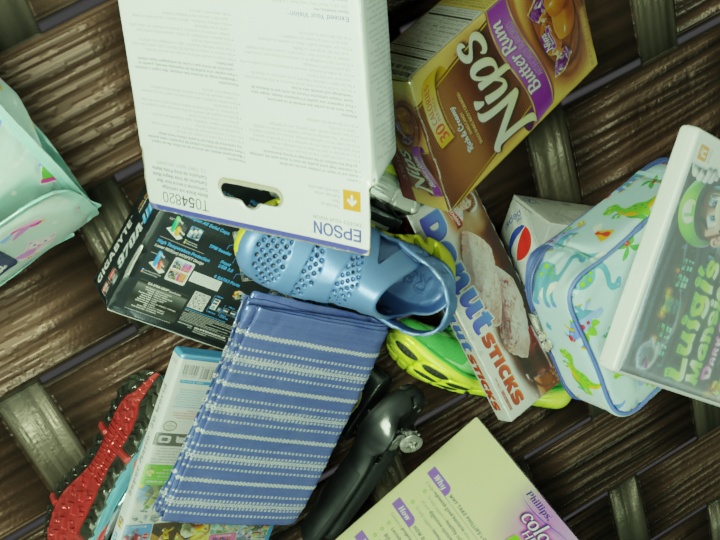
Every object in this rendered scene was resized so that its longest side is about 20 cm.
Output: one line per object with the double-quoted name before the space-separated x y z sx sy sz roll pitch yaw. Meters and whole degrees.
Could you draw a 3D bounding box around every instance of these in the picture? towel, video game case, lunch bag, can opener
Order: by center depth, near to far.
"lunch bag" -0.280 -0.051 0.717 0.170 0.122 0.201 -37 137 -6
"towel" -0.070 0.115 0.893 0.143 0.024 0.202 12 111 -39
"video game case" -0.117 0.163 0.914 0.142 0.018 0.203 10 106 -38
"video game case" 0.293 0.005 0.932 0.180 0.023 0.203 18 92 -35
"lunch bag" 0.240 0.016 0.961 0.199 0.082 0.162 -38 118 -18
"can opener" 0.001 0.179 1.039 0.063 0.079 0.202 -3 128 -39

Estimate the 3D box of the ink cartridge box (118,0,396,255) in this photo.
"ink cartridge box" -0.069 -0.125 0.733 0.041 0.197 0.203 -36 131 -49

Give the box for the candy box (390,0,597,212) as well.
"candy box" 0.096 -0.153 0.852 0.200 0.056 0.118 -44 132 -24

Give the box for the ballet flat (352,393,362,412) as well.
"ballet flat" -0.058 0.159 0.991 0.070 0.071 0.202 19 108 -35

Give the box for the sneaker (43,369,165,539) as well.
"sneaker" -0.186 0.184 0.930 0.095 0.079 0.201 26 104 -38

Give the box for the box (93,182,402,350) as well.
"box" -0.085 -0.015 0.885 0.198 0.046 0.160 22 106 -36

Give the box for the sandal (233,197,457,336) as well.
"sandal" 0.000 0.000 0.852 0.197 0.087 0.080 11 114 -26

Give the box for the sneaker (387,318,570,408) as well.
"sneaker" 0.109 0.071 1.027 0.197 0.074 0.085 16 79 -27

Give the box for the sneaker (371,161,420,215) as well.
"sneaker" -0.014 -0.118 0.851 0.199 0.078 0.091 23 99 -42

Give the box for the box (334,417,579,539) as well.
"box" 0.099 0.280 1.066 0.199 0.176 0.097 -41 141 -1

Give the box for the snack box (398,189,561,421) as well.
"snack box" 0.105 0.025 0.963 0.071 0.024 0.202 -33 103 -23

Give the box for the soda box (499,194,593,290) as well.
"soda box" 0.222 -0.017 1.035 0.197 0.063 0.069 6 114 -31
